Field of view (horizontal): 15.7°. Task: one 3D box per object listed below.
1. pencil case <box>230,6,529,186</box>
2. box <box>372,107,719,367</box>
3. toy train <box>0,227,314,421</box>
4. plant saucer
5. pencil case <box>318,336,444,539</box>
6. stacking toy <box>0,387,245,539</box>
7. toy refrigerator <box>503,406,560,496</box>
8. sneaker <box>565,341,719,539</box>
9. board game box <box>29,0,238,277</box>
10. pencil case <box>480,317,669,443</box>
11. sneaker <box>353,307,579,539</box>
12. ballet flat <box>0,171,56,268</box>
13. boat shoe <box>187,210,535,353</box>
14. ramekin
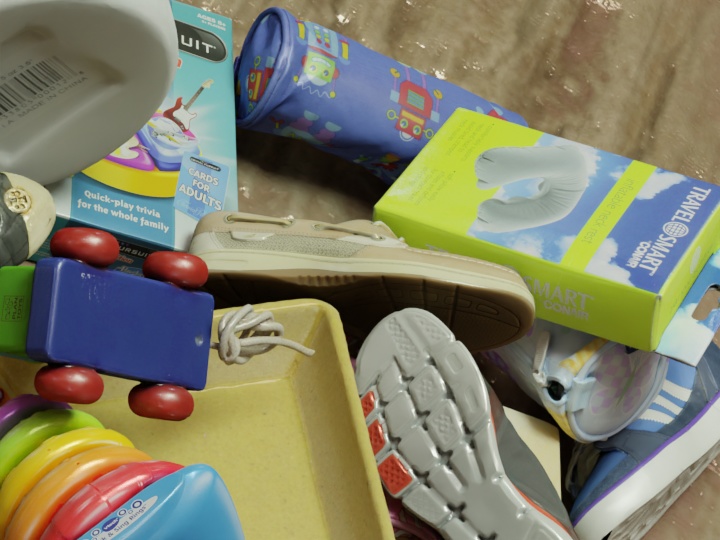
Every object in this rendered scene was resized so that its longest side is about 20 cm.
[{"bbox_3d":[0.010,-0.094,1.626,0.200,0.087,0.078,23,69,-27],"label":"pencil case"},{"bbox_3d":[0.120,-0.021,1.500,0.199,0.048,0.122,18,39,19],"label":"box"},{"bbox_3d":[-0.129,0.033,1.353,0.200,0.115,0.085,15,78,-53],"label":"toy train"},{"bbox_3d":[-0.092,0.119,1.374,0.199,0.049,0.201,-7,57,-11],"label":"plant saucer"},{"bbox_3d":[0.003,0.087,1.479,0.086,0.083,0.200,31,41,-31],"label":"pencil case"},{"bbox_3d":[-0.156,0.104,1.300,0.116,0.110,0.200,-36,52,-17],"label":"stacking toy"},{"bbox_3d":[0.071,0.177,1.455,0.070,0.076,0.200,21,45,-20],"label":"toy refrigerator"},{"bbox_3d":[0.142,0.082,1.593,0.146,0.081,0.200,40,46,14],"label":"sneaker"},{"bbox_3d":[-0.150,-0.086,1.544,0.151,0.047,0.201,16,48,-24],"label":"board game box"},{"bbox_3d":[0.093,0.020,1.551,0.091,0.083,0.200,-22,45,-28],"label":"pencil case"},{"bbox_3d":[0.063,0.114,1.409,0.200,0.077,0.082,62,14,17],"label":"sneaker"},{"bbox_3d":[-0.235,-0.022,1.330,0.200,0.057,0.067,-9,62,-42],"label":"ballet flat"},{"bbox_3d":[0.000,0.000,1.457,0.199,0.072,0.065,4,50,8],"label":"boat shoe"},{"bbox_3d":[-0.193,-0.127,1.387,0.200,0.201,0.098,1,54,-35],"label":"ramekin"}]
